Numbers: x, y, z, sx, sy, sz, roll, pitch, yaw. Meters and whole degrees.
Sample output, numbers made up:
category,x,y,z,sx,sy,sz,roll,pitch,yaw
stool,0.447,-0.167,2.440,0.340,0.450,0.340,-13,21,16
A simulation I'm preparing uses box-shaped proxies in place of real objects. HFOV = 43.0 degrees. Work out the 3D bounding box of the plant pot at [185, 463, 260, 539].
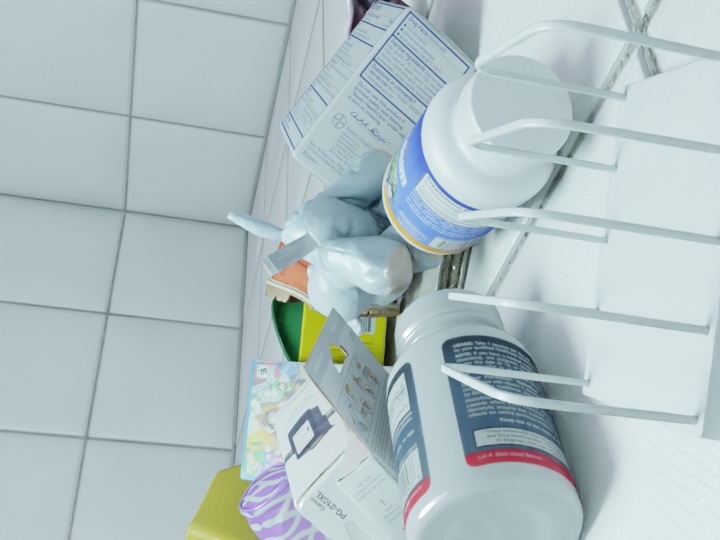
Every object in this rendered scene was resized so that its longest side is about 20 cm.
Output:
category,x,y,z,sx,sy,sz,roll,pitch,yaw
plant pot,-0.121,0.362,1.180,0.196,0.197,0.196,-64,-11,-61

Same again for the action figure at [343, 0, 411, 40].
category,x,y,z,sx,sy,sz,roll,pitch,yaw
action figure,0.003,-0.278,1.242,0.201,0.147,0.135,-58,30,33

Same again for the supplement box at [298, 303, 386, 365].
category,x,y,z,sx,sy,sz,roll,pitch,yaw
supplement box,-0.028,0.134,1.174,0.109,0.108,0.203,110,165,-77

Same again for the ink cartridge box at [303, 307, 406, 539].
category,x,y,z,sx,sy,sz,roll,pitch,yaw
ink cartridge box,0.008,0.134,0.800,0.045,0.176,0.200,-41,5,12

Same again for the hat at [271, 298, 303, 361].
category,x,y,z,sx,sy,sz,roll,pitch,yaw
hat,-0.039,0.078,1.523,0.167,0.174,0.201,-100,-17,-49

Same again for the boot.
category,x,y,z,sx,sy,sz,roll,pitch,yaw
boot,-0.030,-0.003,1.063,0.198,0.075,0.109,15,94,40

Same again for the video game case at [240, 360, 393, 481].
category,x,y,z,sx,sy,sz,roll,pitch,yaw
video game case,-0.044,0.182,1.083,0.018,0.197,0.145,35,-122,-67

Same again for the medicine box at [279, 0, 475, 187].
category,x,y,z,sx,sy,sz,roll,pitch,yaw
medicine box,0.011,-0.193,1.035,0.200,0.103,0.182,-50,19,9

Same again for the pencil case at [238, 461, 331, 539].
category,x,y,z,sx,sy,sz,roll,pitch,yaw
pencil case,-0.045,0.298,0.989,0.085,0.201,0.084,-27,20,35

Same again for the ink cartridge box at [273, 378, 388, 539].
category,x,y,z,sx,sy,sz,roll,pitch,yaw
ink cartridge box,-0.004,0.203,0.923,0.084,0.145,0.200,-45,18,3

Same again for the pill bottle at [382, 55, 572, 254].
category,x,y,z,sx,sy,sz,roll,pitch,yaw
pill bottle,0.093,-0.093,0.749,0.200,0.110,0.114,130,145,-69

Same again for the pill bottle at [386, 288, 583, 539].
category,x,y,z,sx,sy,sz,roll,pitch,yaw
pill bottle,0.081,0.112,0.670,0.201,0.118,0.121,-97,18,-50

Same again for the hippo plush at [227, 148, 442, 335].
category,x,y,z,sx,sy,sz,roll,pitch,yaw
hippo plush,0.000,0.000,0.918,0.160,0.198,0.162,49,159,34

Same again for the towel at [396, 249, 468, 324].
category,x,y,z,sx,sy,sz,roll,pitch,yaw
towel,0.076,-0.002,0.969,0.133,0.034,0.203,-124,42,-71

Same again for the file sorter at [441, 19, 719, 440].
category,x,y,z,sx,sy,sz,roll,pitch,yaw
file sorter,0.126,-0.023,0.521,0.139,0.123,0.203,-171,88,-79
